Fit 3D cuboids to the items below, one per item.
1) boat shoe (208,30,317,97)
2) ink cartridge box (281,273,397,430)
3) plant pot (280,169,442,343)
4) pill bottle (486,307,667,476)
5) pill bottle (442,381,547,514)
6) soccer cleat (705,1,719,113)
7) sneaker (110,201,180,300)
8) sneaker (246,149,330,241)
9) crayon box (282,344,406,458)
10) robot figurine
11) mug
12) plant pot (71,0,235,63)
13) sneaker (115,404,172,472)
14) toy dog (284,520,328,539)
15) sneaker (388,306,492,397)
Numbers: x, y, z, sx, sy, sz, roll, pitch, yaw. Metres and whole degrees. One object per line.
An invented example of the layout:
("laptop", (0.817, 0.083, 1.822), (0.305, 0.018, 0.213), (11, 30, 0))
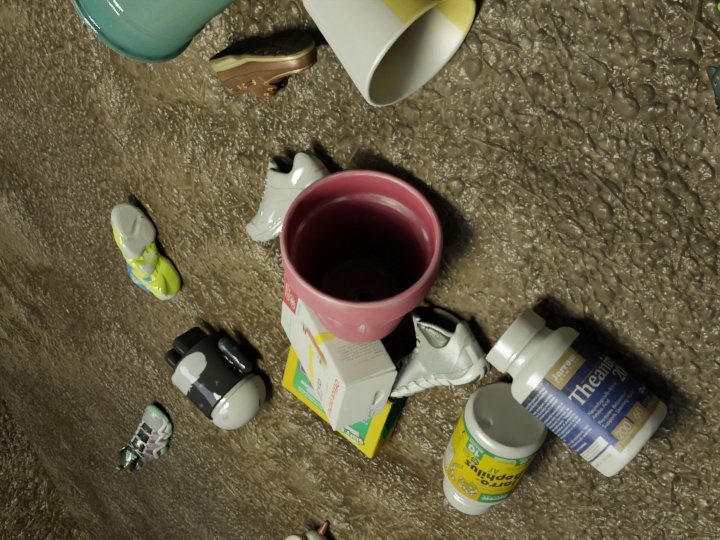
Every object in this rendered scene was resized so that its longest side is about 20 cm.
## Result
("boat shoe", (-0.116, -0.260, 1.146), (0.199, 0.072, 0.068), (8, 132, 50))
("ink cartridge box", (-0.037, 0.105, 1.285), (0.201, 0.083, 0.145), (60, 157, 28))
("plant pot", (0.000, 0.000, 1.157), (0.200, 0.200, 0.179), (36, 156, 18))
("pill bottle", (0.252, 0.139, 1.064), (0.200, 0.111, 0.111), (40, 142, 13))
("pill bottle", (0.177, 0.254, 1.239), (0.113, 0.113, 0.201), (36, 140, 18))
("soccer cleat", (0.344, -0.144, 0.780), (0.081, 0.067, 0.201), (34, 143, 49))
("sneaker", (-0.413, -0.031, 1.636), (0.105, 0.076, 0.201), (0, 121, 47))
("sneaker", (-0.105, -0.111, 1.265), (0.200, 0.078, 0.100), (-30, 91, 44))
("crayon box", (-0.026, 0.182, 1.432), (0.200, 0.058, 0.173), (37, 142, 18))
("robot figurine", (-0.263, 0.197, 1.640), (0.200, 0.125, 0.150), (43, 166, 9))
("mug", (0.031, -0.291, 0.939), (0.153, 0.186, 0.149), (49, 177, 16))
("plant pot", (-0.217, -0.376, 1.060), (0.195, 0.200, 0.201), (-14, 111, 42))
("sneaker", (-0.504, 0.401, 2.041), (0.078, 0.140, 0.201), (35, 141, 20))
("toy dog", (-0.057, 0.582, 1.778), (0.200, 0.132, 0.096), (43, 104, 3))
("sneaker", (0.085, 0.106, 1.252), (0.199, 0.075, 0.116), (-18, 102, 41))
